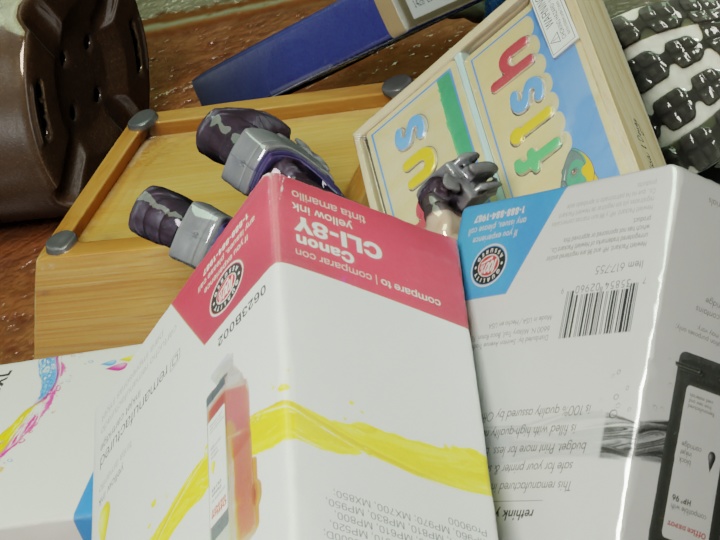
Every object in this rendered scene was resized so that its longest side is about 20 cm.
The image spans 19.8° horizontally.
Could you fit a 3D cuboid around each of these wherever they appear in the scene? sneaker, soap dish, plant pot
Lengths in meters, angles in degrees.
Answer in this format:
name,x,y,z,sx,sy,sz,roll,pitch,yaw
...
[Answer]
name,x,y,z,sx,sy,sz,roll,pitch,yaw
sneaker,0.126,-0.070,0.915,0.089,0.077,0.200,-28,-4,-40
soap dish,-0.049,-0.021,0.995,0.200,0.081,0.157,-5,35,25
plant pot,-0.237,-0.104,1.159,0.198,0.201,0.200,1,37,20

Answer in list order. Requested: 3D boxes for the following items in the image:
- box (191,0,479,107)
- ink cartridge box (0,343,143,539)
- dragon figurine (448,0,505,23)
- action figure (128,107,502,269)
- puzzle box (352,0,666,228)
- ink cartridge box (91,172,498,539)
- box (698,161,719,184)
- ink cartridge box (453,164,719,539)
name,x,y,z,sx,sy,sz,roll,pitch,yaw
box,-0.003,-0.122,1.057,0.121,0.032,0.200,-29,5,-40
ink cartridge box,-0.142,0.097,0.883,0.200,0.067,0.116,-9,33,22
dragon figurine,0.103,-0.119,1.051,0.200,0.059,0.100,-7,43,48
action figure,0.000,0.000,0.835,0.200,0.069,0.130,34,94,37
puzzle box,0.066,-0.016,0.840,0.133,0.025,0.200,-40,46,30
ink cartridge box,-0.027,0.090,0.700,0.145,0.083,0.200,-51,30,34
box,0.189,0.001,0.842,0.200,0.044,0.160,-40,35,-28
ink cartridge box,0.075,0.075,0.700,0.116,0.068,0.200,-10,63,54
